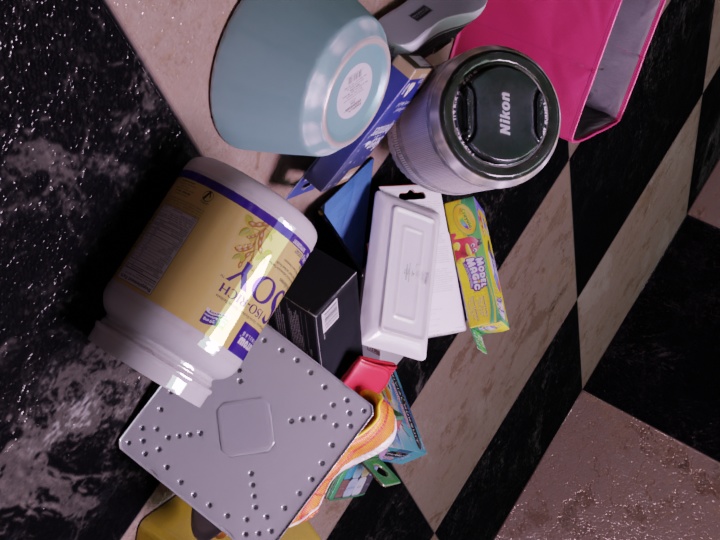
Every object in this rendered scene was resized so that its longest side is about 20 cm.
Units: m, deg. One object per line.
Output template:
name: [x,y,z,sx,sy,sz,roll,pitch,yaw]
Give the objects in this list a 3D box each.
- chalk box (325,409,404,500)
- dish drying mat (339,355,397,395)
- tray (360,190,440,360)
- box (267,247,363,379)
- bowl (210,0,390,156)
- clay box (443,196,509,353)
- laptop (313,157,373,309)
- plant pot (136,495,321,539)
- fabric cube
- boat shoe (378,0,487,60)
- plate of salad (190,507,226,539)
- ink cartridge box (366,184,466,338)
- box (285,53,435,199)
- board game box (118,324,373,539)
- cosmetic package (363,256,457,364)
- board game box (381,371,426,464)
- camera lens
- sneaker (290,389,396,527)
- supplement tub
chalk box: [-0.034,0.213,1.441,0.124,0.200,0.125,-64,158,4]
dish drying mat: [-0.037,0.180,1.281,0.200,0.018,0.077,-52,146,15]
tray: [0.056,0.005,1.403,0.107,0.022,0.200,18,71,-34]
box: [-0.074,0.054,1.256,0.079,0.141,0.200,-48,154,-29]
bowl: [-0.044,-0.193,1.097,0.201,0.105,0.201,-45,151,-34]
clay box: [0.162,0.009,1.520,0.115,0.048,0.200,29,48,-75]
laptop: [0.000,0.000,1.382,0.116,0.200,0.187,-14,135,-21]
plant pot: [-0.157,0.385,1.404,0.200,0.176,0.200,-30,141,-51]
fabric cube: [0.259,-0.309,1.489,0.196,0.199,0.200,-27,139,-55]
boat shoe: [0.076,-0.279,1.309,0.200,0.070,0.066,-43,163,-41]
plate of salad: [-0.137,0.222,1.296,0.200,0.048,0.200,-50,-158,29]
ink cartridge box: [0.067,-0.010,1.461,0.109,0.050,0.200,-6,83,-38]
box: [0.001,-0.151,1.230,0.200,0.032,0.121,-49,177,17]
board game box: [-0.121,0.167,1.193,0.200,0.200,0.026,-53,173,-4]
cosmetic package: [0.041,0.047,1.540,0.200,0.107,0.090,-46,151,-30]
board game box: [0.024,0.198,1.620,0.047,0.151,0.200,-25,161,13]
camera lens: [0.129,-0.172,1.318,0.160,0.160,0.200,-58,-165,-9]
sneaker: [-0.049,0.206,1.234,0.200,0.073,0.077,-43,135,-14]
supplement tub: [-0.149,0.011,1.047,0.200,0.145,0.145,-59,157,-9]
